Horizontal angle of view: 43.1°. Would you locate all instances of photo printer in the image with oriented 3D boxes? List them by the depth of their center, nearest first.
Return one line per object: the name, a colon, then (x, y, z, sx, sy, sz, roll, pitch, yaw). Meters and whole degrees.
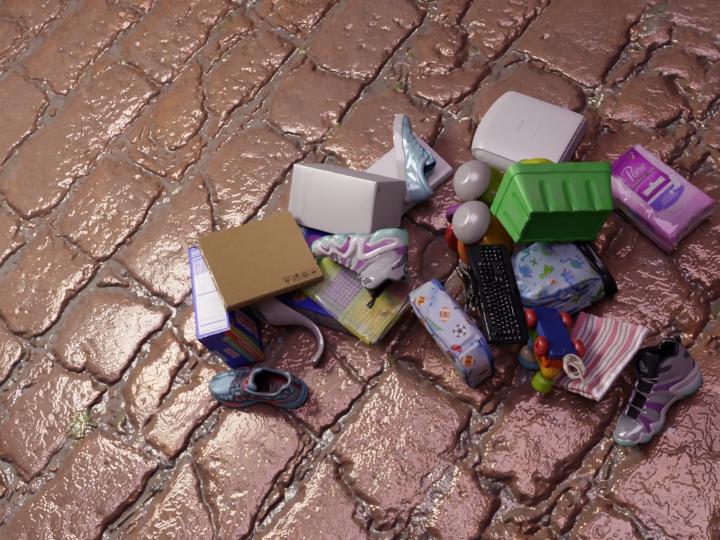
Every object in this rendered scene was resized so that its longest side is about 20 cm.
photo printer: (0.335, -0.270, 1.845, 0.199, 0.070, 0.167, 26, 73, 24)

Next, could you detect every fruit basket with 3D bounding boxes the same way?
fruit basket: (0.336, -0.151, 1.645, 0.213, 0.156, 0.217, 6, 54, -8)

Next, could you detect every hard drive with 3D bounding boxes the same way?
hard drive: (0.076, -0.184, 1.896, 0.200, 0.026, 0.132, -39, 61, -6)

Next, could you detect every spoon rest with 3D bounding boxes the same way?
spoon rest: (-0.143, 0.098, 1.775, 0.200, 0.100, 0.061, 42, 69, 8)

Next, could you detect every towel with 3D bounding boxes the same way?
towel: (0.397, 0.143, 1.564, 0.030, 0.200, 0.147, 38, 83, -15)
towel: (-0.002, 0.040, 1.723, 0.199, 0.023, 0.144, 35, 78, 24)

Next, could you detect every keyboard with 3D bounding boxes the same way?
keyboard: (0.228, 0.035, 1.585, 0.103, 0.040, 0.202, -7, 58, -4)

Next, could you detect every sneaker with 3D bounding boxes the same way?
sneaker: (0.477, 0.188, 1.532, 0.200, 0.140, 0.078, -44, 27, -16)
sneaker: (0.000, 0.000, 1.681, 0.198, 0.077, 0.142, -5, 92, 33)
sneaker: (-0.203, 0.209, 1.733, 0.198, 0.096, 0.080, -1, 63, 14)
sneaker: (0.114, -0.229, 1.857, 0.081, 0.074, 0.202, -8, 73, 9)

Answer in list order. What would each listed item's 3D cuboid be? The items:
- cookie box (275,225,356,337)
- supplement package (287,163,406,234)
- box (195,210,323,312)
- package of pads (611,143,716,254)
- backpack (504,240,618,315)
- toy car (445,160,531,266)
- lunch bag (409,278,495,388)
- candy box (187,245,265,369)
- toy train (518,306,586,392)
cookie box: (-0.062, 0.017, 1.803, 0.198, 0.075, 0.172, 16, 69, 20)
supplement package: (-0.028, -0.137, 1.808, 0.198, 0.121, 0.121, 15, 103, 31)
box: (-0.192, -0.021, 1.728, 0.198, 0.021, 0.164, -18, 62, -21)
package of pads: (0.553, -0.138, 1.718, 0.120, 0.076, 0.200, -38, 61, -9)
backpack: (0.344, 0.016, 1.670, 0.199, 0.154, 0.164, -33, 64, 10)
toy car: (0.230, -0.100, 1.756, 0.149, 0.174, 0.202, -24, 52, 45)
lunch bag: (0.166, 0.111, 1.651, 0.075, 0.160, 0.201, -34, 67, -1)
candy box: (-0.262, 0.068, 1.778, 0.076, 0.169, 0.202, -16, 61, 10)
toy train: (0.326, 0.165, 1.557, 0.084, 0.117, 0.201, 5, 37, -14)
